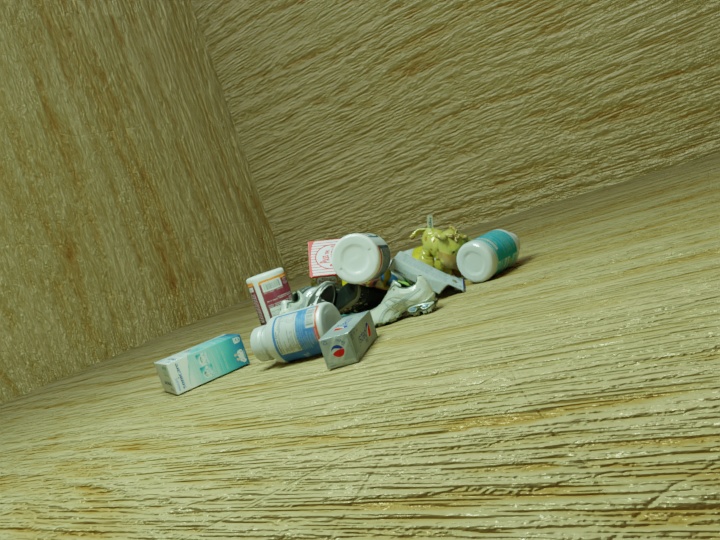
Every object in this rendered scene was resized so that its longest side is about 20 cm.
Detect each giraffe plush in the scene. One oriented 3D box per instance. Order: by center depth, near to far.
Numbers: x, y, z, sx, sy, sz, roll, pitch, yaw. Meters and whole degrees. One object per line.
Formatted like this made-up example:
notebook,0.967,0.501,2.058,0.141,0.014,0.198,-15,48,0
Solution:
giraffe plush,0.250,-0.063,1.796,0.172,0.200,0.162,-22,10,-18

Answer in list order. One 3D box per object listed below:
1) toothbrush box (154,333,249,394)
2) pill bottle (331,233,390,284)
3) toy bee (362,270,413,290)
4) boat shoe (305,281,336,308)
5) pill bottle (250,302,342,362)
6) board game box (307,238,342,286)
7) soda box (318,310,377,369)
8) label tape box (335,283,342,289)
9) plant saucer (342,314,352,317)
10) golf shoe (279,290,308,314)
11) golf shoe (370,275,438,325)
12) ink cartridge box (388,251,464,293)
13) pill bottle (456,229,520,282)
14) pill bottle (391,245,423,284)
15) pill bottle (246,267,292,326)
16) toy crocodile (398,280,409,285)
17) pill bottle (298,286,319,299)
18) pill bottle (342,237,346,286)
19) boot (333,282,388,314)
toothbrush box,-0.407,0.237,1.619,0.200,0.085,0.146,-23,6,-28
pill bottle,0.011,-0.032,1.564,0.119,0.120,0.200,-18,-1,15
toy bee,0.081,0.052,1.683,0.200,0.131,0.109,-9,29,0
boat shoe,-0.113,0.119,1.555,0.200,0.067,0.057,-56,32,-9
pill bottle,-0.146,0.147,1.437,0.200,0.112,0.112,-17,5,26
board game box,-0.060,-0.031,1.958,0.200,0.046,0.152,-7,49,-2
soda box,-0.022,0.140,1.309,0.068,0.064,0.200,-17,5,14
label tape box,-0.029,0.009,2.041,0.143,0.200,0.066,-23,5,-37
plant saucer,-0.056,0.138,1.716,0.200,0.027,0.200,-19,4,1
golf shoe,-0.198,0.133,1.692,0.078,0.097,0.200,-19,21,34
golf shoe,0.082,0.071,1.511,0.200,0.097,0.078,-19,6,19
ink cartridge box,0.179,0.014,1.682,0.200,0.041,0.200,25,10,6
pill bottle,0.353,-0.046,1.694,0.111,0.111,0.200,-15,7,44
pill bottle,0.182,-0.016,2.027,0.200,0.113,0.113,-16,6,32
pill bottle,-0.245,0.102,1.825,0.114,0.200,0.114,-18,5,2
toy crocodile,0.083,0.061,1.895,0.067,0.062,0.200,23,-21,-28
pill bottle,-0.135,0.104,1.898,0.113,0.113,0.200,-20,5,-14
pill bottle,0.000,0.000,1.829,0.113,0.200,0.113,-6,7,1
boot,0.005,0.087,1.623,0.154,0.074,0.204,11,-20,-23
